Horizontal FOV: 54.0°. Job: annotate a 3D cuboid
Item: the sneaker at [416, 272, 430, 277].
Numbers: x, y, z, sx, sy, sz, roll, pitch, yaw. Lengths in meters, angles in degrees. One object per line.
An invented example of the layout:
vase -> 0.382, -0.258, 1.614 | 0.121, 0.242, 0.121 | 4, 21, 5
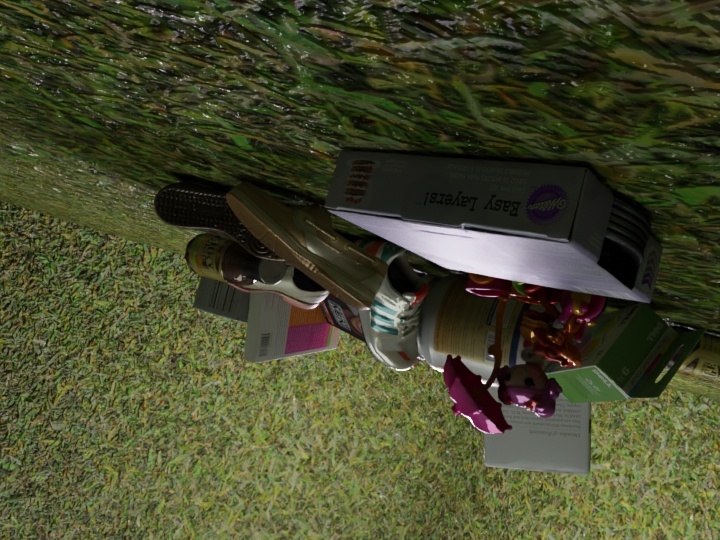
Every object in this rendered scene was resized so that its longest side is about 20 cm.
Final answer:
sneaker -> 0.123, 0.052, 1.197 | 0.199, 0.079, 0.090 | 20, 180, -25

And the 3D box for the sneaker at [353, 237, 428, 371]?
sneaker -> 0.050, 0.050, 0.928 | 0.093, 0.201, 0.070 | 2, -151, 44

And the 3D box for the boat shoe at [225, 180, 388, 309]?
boat shoe -> -0.055, -0.039, 0.778 | 0.200, 0.069, 0.074 | 39, 165, -15

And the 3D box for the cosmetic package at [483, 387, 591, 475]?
cosmetic package -> 0.286, 0.194, 1.138 | 0.164, 0.202, 0.165 | 0, -166, 18

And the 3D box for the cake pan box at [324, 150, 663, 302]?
cake pan box -> 0.104, -0.029, 0.517 | 0.199, 0.053, 0.184 | 11, 176, 39

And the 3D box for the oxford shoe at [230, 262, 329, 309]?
oxford shoe -> -0.134, -0.003, 1.075 | 0.199, 0.071, 0.074 | 18, 151, -26

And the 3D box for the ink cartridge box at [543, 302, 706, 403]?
ink cartridge box -> 0.309, 0.101, 0.853 | 0.059, 0.104, 0.200 | 44, 165, 1

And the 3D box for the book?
book -> -0.106, 0.079, 1.197 | 0.048, 0.135, 0.199 | 13, -171, 38

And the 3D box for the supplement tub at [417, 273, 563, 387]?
supplement tub -> 0.172, 0.084, 1.001 | 0.199, 0.146, 0.144 | 12, 174, 31

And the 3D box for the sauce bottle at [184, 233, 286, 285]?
sauce bottle -> -0.166, -0.014, 0.938 | 0.064, 0.065, 0.199 | 19, 173, -38

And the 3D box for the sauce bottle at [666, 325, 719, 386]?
sauce bottle -> 0.445, 0.112, 0.940 | 0.199, 0.067, 0.066 | 16, 175, 14

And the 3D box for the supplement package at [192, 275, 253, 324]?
supplement package -> -0.166, 0.019, 1.229 | 0.110, 0.157, 0.200 | 12, 174, 37

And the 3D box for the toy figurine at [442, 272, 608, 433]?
toy figurine -> 0.162, 0.075, 0.708 | 0.199, 0.186, 0.150 | 10, 173, 39

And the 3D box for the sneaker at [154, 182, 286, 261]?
sneaker -> -0.144, -0.068, 0.856 | 0.199, 0.071, 0.076 | 18, -166, 5

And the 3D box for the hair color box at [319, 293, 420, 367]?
hair color box -> 0.017, 0.070, 1.148 | 0.199, 0.061, 0.102 | 22, 148, 39
